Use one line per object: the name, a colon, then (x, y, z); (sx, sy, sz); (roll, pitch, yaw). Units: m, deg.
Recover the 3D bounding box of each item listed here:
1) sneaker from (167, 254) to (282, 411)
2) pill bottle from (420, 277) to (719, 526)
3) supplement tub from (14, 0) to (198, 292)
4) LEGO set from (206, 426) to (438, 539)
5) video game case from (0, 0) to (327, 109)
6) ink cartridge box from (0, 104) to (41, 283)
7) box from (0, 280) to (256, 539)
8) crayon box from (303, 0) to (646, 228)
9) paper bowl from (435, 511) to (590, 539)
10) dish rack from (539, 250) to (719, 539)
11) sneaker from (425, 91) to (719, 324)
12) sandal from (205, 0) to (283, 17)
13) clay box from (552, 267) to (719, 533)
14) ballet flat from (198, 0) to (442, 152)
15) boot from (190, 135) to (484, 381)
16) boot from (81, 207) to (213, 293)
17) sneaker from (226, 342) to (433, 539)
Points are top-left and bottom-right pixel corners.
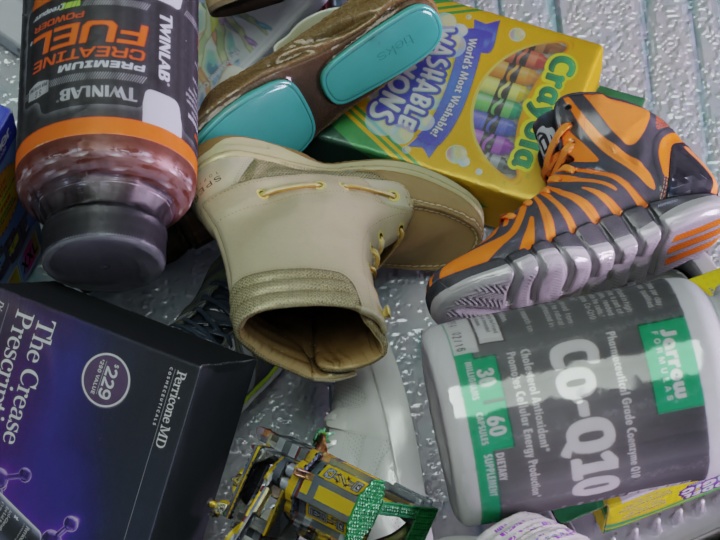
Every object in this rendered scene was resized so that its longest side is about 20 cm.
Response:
sneaker: (-0.091, 0.051, 1.470); (0.074, 0.081, 0.200); (22, 65, 12)
pill bottle: (0.139, 0.066, 1.337); (0.200, 0.113, 0.113); (-12, 62, -3)
supplement tub: (-0.146, -0.091, 1.428); (0.107, 0.107, 0.200); (-3, 63, 0)
LEGO set: (-0.056, 0.165, 1.303); (0.116, 0.154, 0.200); (24, 100, 22)
video game case: (-0.129, -0.190, 1.633); (0.182, 0.022, 0.200); (35, 68, 18)
ink cartridge box: (-0.258, -0.022, 1.447); (0.076, 0.200, 0.137); (21, 65, 12)
box: (-0.159, 0.122, 1.376); (0.141, 0.079, 0.200); (19, 98, 19)
crayon box: (0.070, -0.100, 1.563); (0.200, 0.052, 0.126); (18, 64, 10)
paper bowl: (0.058, 0.222, 1.308); (0.104, 0.201, 0.201); (25, 65, 27)
dish rack: (0.165, 0.092, 1.463); (0.172, 0.044, 0.200); (-22, 63, -10)
sneaker: (0.112, -0.036, 1.468); (0.200, 0.078, 0.112); (-18, 63, -22)
sandal: (-0.007, -0.226, 1.591); (0.212, 0.078, 0.070); (-17, 87, -13)
clay box: (0.184, 0.071, 1.423); (0.200, 0.048, 0.115); (-20, 65, -7)
ballet flat: (-0.043, -0.118, 1.520); (0.200, 0.068, 0.072); (-37, 39, -11)
boot: (0.000, 0.000, 1.448); (0.200, 0.073, 0.156); (13, 36, -29)
boot: (-0.175, -0.083, 1.537); (0.097, 0.075, 0.200); (-32, 73, -1)
sneaker: (-0.023, 0.128, 1.433); (0.115, 0.074, 0.200); (-7, 63, -5)
